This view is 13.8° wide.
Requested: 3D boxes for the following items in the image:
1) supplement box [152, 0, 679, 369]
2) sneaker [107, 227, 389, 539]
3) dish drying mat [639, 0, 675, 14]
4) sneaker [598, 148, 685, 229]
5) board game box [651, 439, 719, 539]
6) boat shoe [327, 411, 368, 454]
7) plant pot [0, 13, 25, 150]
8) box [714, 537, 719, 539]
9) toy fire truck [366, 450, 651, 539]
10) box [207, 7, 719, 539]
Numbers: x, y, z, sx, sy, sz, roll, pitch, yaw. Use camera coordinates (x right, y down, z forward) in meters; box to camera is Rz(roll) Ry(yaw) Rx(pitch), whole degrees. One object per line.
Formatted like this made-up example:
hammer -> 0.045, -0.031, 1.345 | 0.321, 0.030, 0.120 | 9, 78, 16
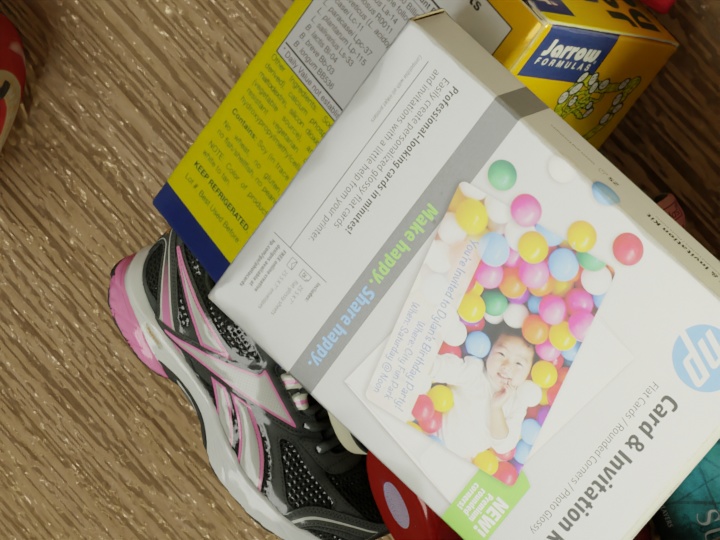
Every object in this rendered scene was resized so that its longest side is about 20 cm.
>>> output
supplement box -> 0.023, -0.064, 1.301 | 0.109, 0.109, 0.200 | 51, 117, 26
sneaker -> -0.044, 0.055, 1.516 | 0.200, 0.080, 0.086 | 48, 126, 2
dish drying mat -> 0.135, -0.193, 1.211 | 0.077, 0.018, 0.200 | 42, 139, 12
sneaker -> 0.132, 0.014, 1.333 | 0.200, 0.070, 0.082 | 45, 138, 11
board game box -> 0.215, 0.142, 1.311 | 0.135, 0.028, 0.201 | -17, 109, 22
boat shoe -> 0.002, -0.001, 1.444 | 0.063, 0.074, 0.202 | -2, 116, 40
plant pot -> -0.287, -0.101, 1.564 | 0.182, 0.200, 0.201 | 36, 134, 9
box -> 0.163, 0.219, 1.280 | 0.199, 0.050, 0.199 | -27, 106, 5
toy fire truck -> 0.095, 0.135, 1.367 | 0.168, 0.112, 0.201 | 26, 134, 60
box -> 0.055, 0.018, 1.206 | 0.200, 0.041, 0.156 | 43, 115, 10
